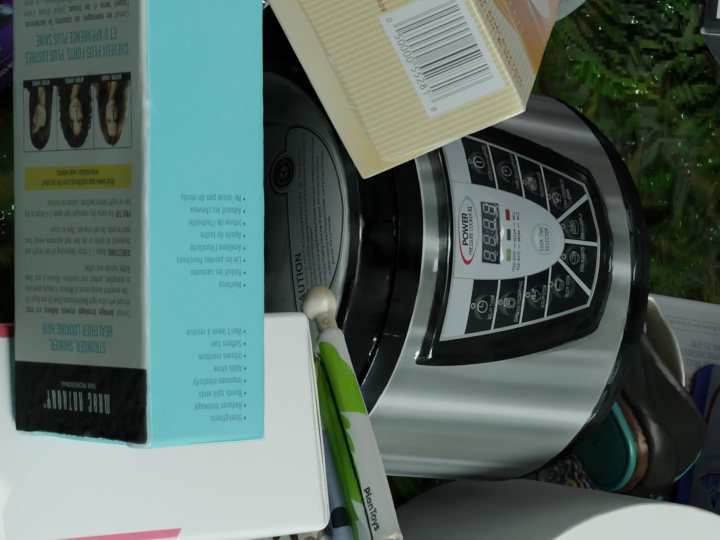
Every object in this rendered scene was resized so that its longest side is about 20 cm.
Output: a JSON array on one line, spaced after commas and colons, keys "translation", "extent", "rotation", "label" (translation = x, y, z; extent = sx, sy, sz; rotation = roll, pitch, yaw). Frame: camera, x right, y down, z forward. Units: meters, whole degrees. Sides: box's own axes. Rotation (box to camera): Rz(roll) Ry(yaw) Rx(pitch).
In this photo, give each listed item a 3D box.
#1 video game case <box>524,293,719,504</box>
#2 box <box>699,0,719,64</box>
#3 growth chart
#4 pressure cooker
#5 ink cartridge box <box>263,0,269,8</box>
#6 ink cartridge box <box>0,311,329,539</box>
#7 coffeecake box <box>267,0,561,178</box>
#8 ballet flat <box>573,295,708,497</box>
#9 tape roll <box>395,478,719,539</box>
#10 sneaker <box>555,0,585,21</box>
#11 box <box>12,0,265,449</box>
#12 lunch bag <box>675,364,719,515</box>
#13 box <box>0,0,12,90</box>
[{"translation": [0.154, 0.105, 1.385], "extent": [0.199, 0.023, 0.183], "rotation": [9, 80, -38], "label": "video game case"}, {"translation": [0.210, -0.187, 1.386], "extent": [0.161, 0.049, 0.201], "rotation": [42, 55, -71], "label": "box"}, {"translation": [-0.042, 0.123, 1.075], "extent": [0.018, 0.200, 0.145], "rotation": [9, 45, -36], "label": "growth chart"}, {"translation": [-0.002, 0.002, 1.179], "extent": [0.199, 0.176, 0.179], "rotation": [8, 119, -36], "label": "pressure cooker"}, {"translation": [-0.100, -0.228, 1.160], "extent": [0.198, 0.043, 0.201], "rotation": [27, 60, -24], "label": "ink cartridge box"}, {"translation": [-0.129, 0.069, 1.058], "extent": [0.146, 0.200, 0.083], "rotation": [-2, 84, -38], "label": "ink cartridge box"}, {"translation": [0.014, -0.151, 1.097], "extent": [0.154, 0.073, 0.200], "rotation": [61, 21, -18], "label": "coffeecake box"}, {"translation": [0.097, 0.011, 1.295], "extent": [0.068, 0.068, 0.201], "rotation": [-15, 73, -36], "label": "ballet flat"}, {"translation": [0.088, 0.195, 1.233], "extent": [0.202, 0.139, 0.204], "rotation": [-1, 92, -27], "label": "tape roll"}, {"translation": [0.023, -0.171, 1.287], "extent": [0.199, 0.079, 0.096], "rotation": [7, 60, -38], "label": "sneaker"}, {"translation": [-0.073, -0.045, 0.925], "extent": [0.049, 0.082, 0.201], "rotation": [-1, 92, -38], "label": "box"}, {"translation": [0.228, 0.143, 1.317], "extent": [0.123, 0.170, 0.201], "rotation": [20, 75, -32], "label": "lunch bag"}, {"translation": [-0.176, -0.120, 1.029], "extent": [0.141, 0.200, 0.079], "rotation": [7, 64, -36], "label": "box"}]
